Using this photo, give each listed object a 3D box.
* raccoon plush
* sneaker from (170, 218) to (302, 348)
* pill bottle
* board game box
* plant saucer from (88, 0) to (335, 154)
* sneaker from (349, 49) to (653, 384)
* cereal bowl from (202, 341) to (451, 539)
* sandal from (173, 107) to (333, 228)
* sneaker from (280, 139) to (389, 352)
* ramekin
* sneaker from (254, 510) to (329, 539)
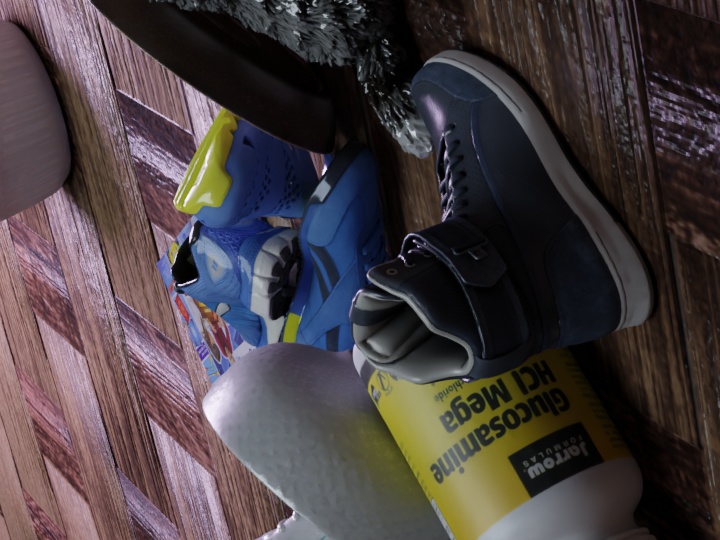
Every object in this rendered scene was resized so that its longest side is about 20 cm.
[{"bbox_3d":[-0.045,-0.145,1.264,0.201,0.133,0.097,59,156,23],"label":"raccoon plush"},{"bbox_3d":[-0.078,0.001,1.501,0.089,0.079,0.200,27,165,10],"label":"sneaker"},{"bbox_3d":[0.087,0.102,1.219,0.201,0.112,0.113,59,158,20],"label":"pill bottle"},{"bbox_3d":[-0.099,0.024,1.703,0.136,0.034,0.200,65,159,6],"label":"board game box"},{"bbox_3d":[-0.091,-0.145,1.378,0.200,0.032,0.200,35,-169,-8],"label":"plant saucer"},{"bbox_3d":[0.042,-0.028,1.158,0.203,0.145,0.077,55,157,34],"label":"sneaker"},{"bbox_3d":[0.004,0.109,1.328,0.199,0.084,0.200,37,-175,-4],"label":"cereal bowl"},{"bbox_3d":[-0.061,-0.065,1.400,0.087,0.080,0.200,32,-164,0],"label":"sandal"},{"bbox_3d":[0.000,0.000,1.420,0.078,0.066,0.201,29,139,17],"label":"sneaker"},{"bbox_3d":[-0.354,-0.144,2.065,0.200,0.104,0.201,50,152,39],"label":"ramekin"},{"bbox_3d":[-0.015,0.172,1.462,0.070,0.199,0.081,-46,-57,-81],"label":"sneaker"}]
